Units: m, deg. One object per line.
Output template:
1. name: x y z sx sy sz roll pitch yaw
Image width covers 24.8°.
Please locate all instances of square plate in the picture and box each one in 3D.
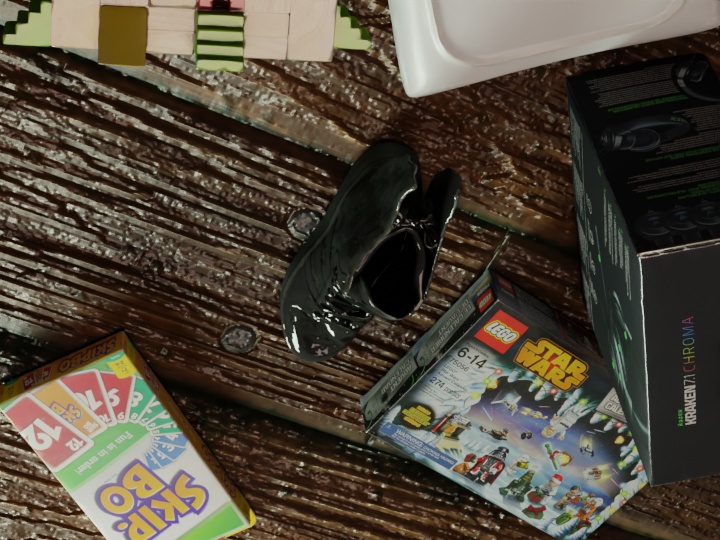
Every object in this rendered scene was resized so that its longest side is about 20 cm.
1. square plate: 0.105 -0.197 0.912 0.197 0.028 0.201 -12 127 2

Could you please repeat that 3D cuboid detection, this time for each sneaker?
1. sneaker: 0.003 0.001 0.995 0.060 0.104 0.200 15 123 -18

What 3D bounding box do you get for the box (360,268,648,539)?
1. box: 0.119 0.099 1.123 0.200 0.040 0.137 31 116 -26

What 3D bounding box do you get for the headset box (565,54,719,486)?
1. headset box: 0.189 0.001 0.962 0.092 0.200 0.175 -10 126 0

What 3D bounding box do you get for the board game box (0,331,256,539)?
1. board game box: -0.154 0.134 1.120 0.095 0.030 0.200 -24 128 10

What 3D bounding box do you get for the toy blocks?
1. toy blocks: -0.086 -0.187 0.864 0.199 0.100 0.137 2 114 -9
